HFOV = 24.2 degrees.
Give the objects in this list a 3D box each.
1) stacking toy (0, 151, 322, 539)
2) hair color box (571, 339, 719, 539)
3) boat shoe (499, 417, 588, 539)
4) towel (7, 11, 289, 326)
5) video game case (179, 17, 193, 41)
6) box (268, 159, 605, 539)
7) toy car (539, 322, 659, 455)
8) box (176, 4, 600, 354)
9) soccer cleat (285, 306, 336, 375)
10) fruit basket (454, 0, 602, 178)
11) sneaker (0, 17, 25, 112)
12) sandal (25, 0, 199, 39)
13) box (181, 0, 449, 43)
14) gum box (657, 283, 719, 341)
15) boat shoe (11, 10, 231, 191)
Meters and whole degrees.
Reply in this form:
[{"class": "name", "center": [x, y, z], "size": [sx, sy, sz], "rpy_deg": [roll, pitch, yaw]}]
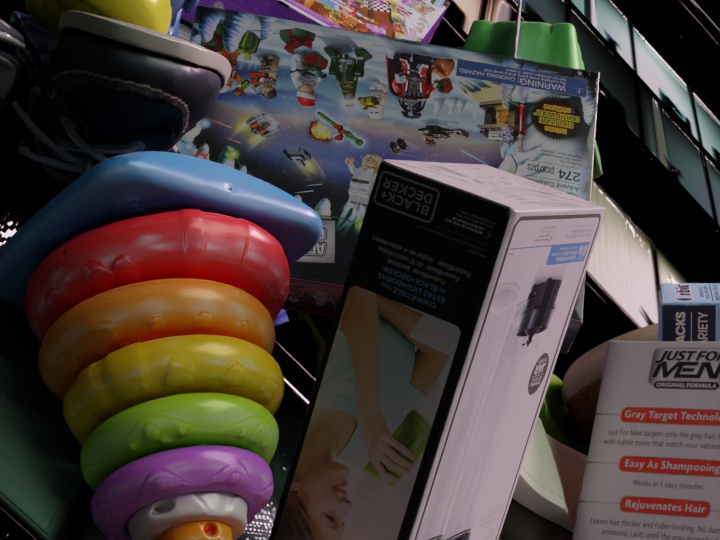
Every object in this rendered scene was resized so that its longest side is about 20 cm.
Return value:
[{"class": "stacking toy", "center": [-0.068, 0.066, 0.643], "size": [0.116, 0.110, 0.201], "rpy_deg": [15, 51, -41]}, {"class": "hair color box", "center": [0.158, 0.137, 0.813], "size": [0.061, 0.101, 0.201], "rpy_deg": [35, 62, -47]}, {"class": "boat shoe", "center": [0.095, 0.130, 0.878], "size": [0.202, 0.060, 0.072], "rpy_deg": [43, 29, -45]}, {"class": "towel", "center": [-0.092, -0.053, 0.874], "size": [0.200, 0.024, 0.145], "rpy_deg": [54, 21, 10]}, {"class": "video game case", "center": [-0.045, -0.121, 0.977], "size": [0.181, 0.023, 0.200], "rpy_deg": [22, 23, -17]}, {"class": "box", "center": [0.028, 0.059, 0.687], "size": [0.060, 0.201, 0.116], "rpy_deg": [22, 10, 23]}, {"class": "toy car", "center": [0.207, 0.132, 0.999], "size": [0.158, 0.164, 0.201], "rpy_deg": [8, 58, -59]}, {"class": "box", "center": [0.009, -0.044, 0.787], "size": [0.199, 0.040, 0.138], "rpy_deg": [9, 63, -2]}, {"class": "soccer cleat", "center": [0.000, 0.000, 0.815], "size": [0.201, 0.081, 0.068], "rpy_deg": [64, 1, 22]}, {"class": "fruit basket", "center": [0.085, -0.040, 0.994], "size": [0.093, 0.201, 0.185], "rpy_deg": [11, -9, 14]}, {"class": "sneaker", "center": [-0.179, -0.120, 0.718], "size": [0.146, 0.077, 0.202], "rpy_deg": [44, 29, 13]}, {"class": "sandal", "center": [-0.102, -0.137, 0.776], "size": [0.079, 0.087, 0.200], "rpy_deg": [35, -9, -13]}, {"class": "box", "center": [-0.027, -0.158, 0.995], "size": [0.136, 0.039, 0.200], "rpy_deg": [30, 22, 1]}, {"class": "gum box", "center": [0.261, 0.094, 0.909], "size": [0.045, 0.199, 0.171], "rpy_deg": [-58, 147, -73]}, {"class": "boat shoe", "center": [-0.106, -0.064, 0.694], "size": [0.075, 0.062, 0.200], "rpy_deg": [22, -7, -20]}]
